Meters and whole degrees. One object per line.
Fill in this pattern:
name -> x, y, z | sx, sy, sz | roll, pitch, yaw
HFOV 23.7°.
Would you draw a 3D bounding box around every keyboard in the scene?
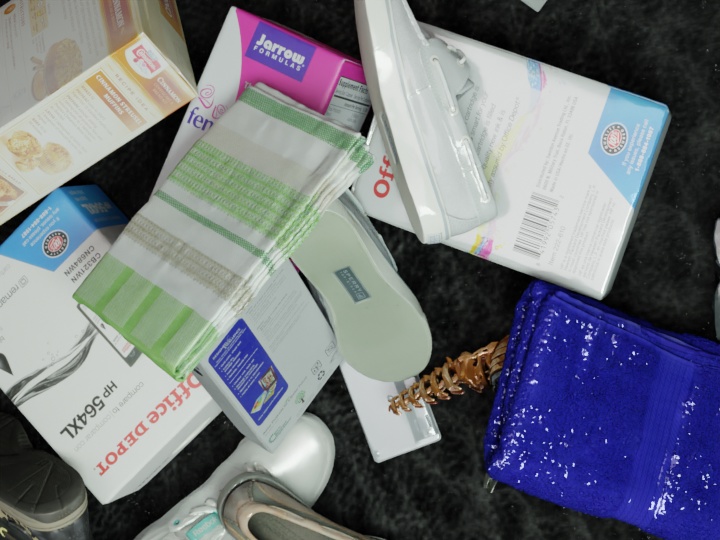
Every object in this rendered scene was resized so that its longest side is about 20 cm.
keyboard -> 0.002, 0.045, 1.319 | 0.056, 0.011, 0.201 | -21, 88, 17

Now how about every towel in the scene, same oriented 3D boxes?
towel -> -0.093, -0.029, 1.154 | 0.200, 0.031, 0.149 | -51, 40, -8
towel -> 0.190, 0.101, 1.189 | 0.199, 0.050, 0.149 | 19, 73, -16

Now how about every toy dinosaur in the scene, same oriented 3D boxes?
toy dinosaur -> 0.128, 0.093, 1.267 | 0.199, 0.102, 0.137 | -12, 75, 30

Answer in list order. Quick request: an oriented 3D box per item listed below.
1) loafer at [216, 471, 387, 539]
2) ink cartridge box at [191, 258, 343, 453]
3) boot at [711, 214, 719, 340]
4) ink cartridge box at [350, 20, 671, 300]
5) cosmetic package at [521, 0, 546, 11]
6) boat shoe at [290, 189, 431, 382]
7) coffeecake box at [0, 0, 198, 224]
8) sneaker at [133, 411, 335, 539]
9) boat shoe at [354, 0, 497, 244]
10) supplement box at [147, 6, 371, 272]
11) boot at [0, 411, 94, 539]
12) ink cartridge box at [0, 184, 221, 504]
loafer -> -0.019, 0.221, 1.269 | 0.199, 0.063, 0.072 | 34, 91, -16
ink cartridge box -> -0.076, 0.047, 1.226 | 0.039, 0.200, 0.100 | 30, 73, 27
boot -> 0.349, 0.039, 1.214 | 0.199, 0.066, 0.166 | 1, 85, 9
ink cartridge box -> 0.109, -0.081, 1.249 | 0.199, 0.085, 0.145 | 20, 97, 10
cosmetic package -> 0.137, -0.260, 1.174 | 0.052, 0.200, 0.151 | 36, 99, 9
boat shoe -> -0.001, 0.000, 1.245 | 0.070, 0.072, 0.201 | -18, 134, 13
coffeecake box -> -0.230, -0.143, 1.281 | 0.199, 0.154, 0.073 | -31, 131, 12
sneaker -> -0.103, 0.186, 1.307 | 0.200, 0.088, 0.075 | -40, 83, 11
boat shoe -> 0.046, -0.122, 1.188 | 0.068, 0.072, 0.201 | -15, 82, -7
supplement box -> -0.077, -0.080, 1.276 | 0.101, 0.103, 0.201 | 26, 96, 16
boot -> -0.257, 0.201, 1.335 | 0.199, 0.073, 0.151 | 19, 133, 46
ink cartridge box -> -0.200, 0.055, 1.322 | 0.146, 0.084, 0.200 | -44, 83, 11
